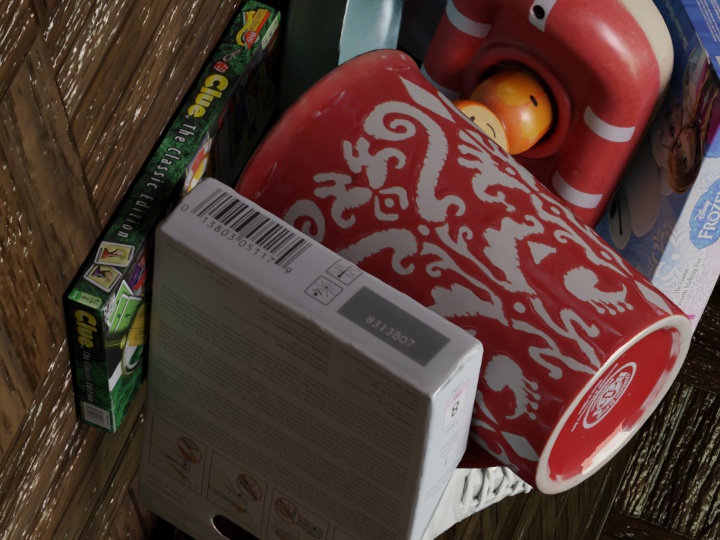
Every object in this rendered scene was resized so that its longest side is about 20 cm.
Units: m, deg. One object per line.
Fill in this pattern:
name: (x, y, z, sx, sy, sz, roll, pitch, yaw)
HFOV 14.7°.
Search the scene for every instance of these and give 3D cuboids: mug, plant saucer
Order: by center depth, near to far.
mug: (0.047, 0.018, 1.353, 0.133, 0.200, 0.178, -33, 151, -35)
plant saucer: (-0.008, -0.135, 1.446, 0.200, 0.036, 0.201, 11, 90, -82)

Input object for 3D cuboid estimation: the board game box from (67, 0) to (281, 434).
board game box: (-0.087, -0.027, 1.359, 0.105, 0.023, 0.200, 95, 19, -55)

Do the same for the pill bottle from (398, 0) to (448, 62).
pill bottle: (0.098, -0.216, 1.649, 0.112, 0.112, 0.200, 79, 33, -66)

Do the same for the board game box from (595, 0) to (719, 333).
board game box: (0.163, -0.075, 1.568, 0.200, 0.043, 0.199, -106, -154, -47)

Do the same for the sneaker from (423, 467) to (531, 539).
sneaker: (0.073, 0.099, 1.542, 0.200, 0.086, 0.075, -51, 157, -56)

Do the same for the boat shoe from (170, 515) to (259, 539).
boat shoe: (-0.073, 0.162, 1.581, 0.200, 0.070, 0.070, 91, 21, -54)

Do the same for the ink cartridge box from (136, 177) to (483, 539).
ink cartridge box: (-0.029, 0.072, 1.331, 0.057, 0.162, 0.200, -45, 155, -34)

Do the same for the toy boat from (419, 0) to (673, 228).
toy boat: (0.077, -0.084, 1.499, 0.131, 0.130, 0.200, -39, 160, -41)
